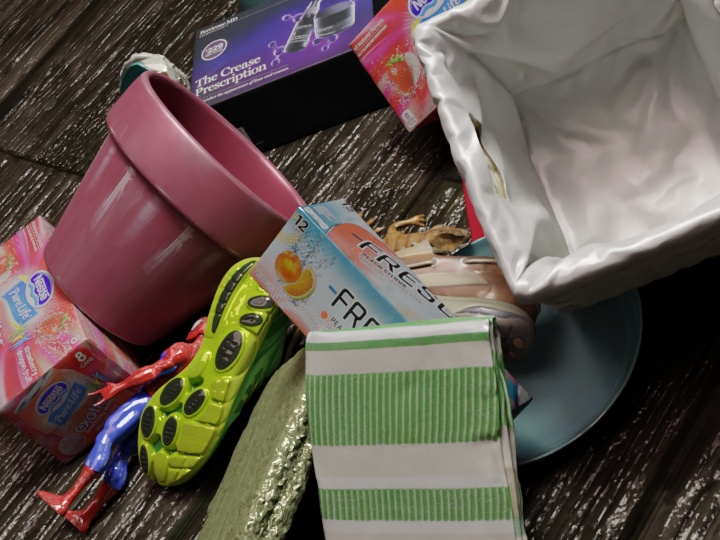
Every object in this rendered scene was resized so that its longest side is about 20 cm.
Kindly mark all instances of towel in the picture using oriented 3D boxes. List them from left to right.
[{"bbox_3d":[-0.062,0.136,0.930,0.148,0.036,0.201,-45,18,55],"label":"towel"},{"bbox_3d":[0.037,0.133,0.830,0.152,0.201,0.023,-6,6,30],"label":"towel"}]

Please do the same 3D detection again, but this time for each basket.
[{"bbox_3d":[0.171,-0.096,0.842,0.199,0.161,0.199,-24,76,15],"label":"basket"}]

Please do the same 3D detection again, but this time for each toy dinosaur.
[{"bbox_3d":[0.000,0.000,1.038,0.200,0.060,0.106,-36,12,29],"label":"toy dinosaur"}]

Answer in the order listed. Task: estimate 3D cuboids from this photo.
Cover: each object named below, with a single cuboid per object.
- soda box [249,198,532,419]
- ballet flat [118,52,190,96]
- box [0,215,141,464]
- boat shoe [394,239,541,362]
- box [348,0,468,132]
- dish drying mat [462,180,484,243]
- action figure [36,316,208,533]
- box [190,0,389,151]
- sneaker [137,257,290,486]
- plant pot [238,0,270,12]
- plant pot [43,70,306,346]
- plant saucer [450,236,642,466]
[{"bbox_3d":[0.019,0.043,0.874,0.200,0.064,0.068,47,116,14],"label":"soda box"},{"bbox_3d":[-0.196,-0.160,1.238,0.071,0.200,0.072,6,64,-13],"label":"ballet flat"},{"bbox_3d":[-0.272,0.057,1.133,0.102,0.095,0.200,-37,42,3],"label":"box"},{"bbox_3d":[0.043,0.018,0.949,0.199,0.076,0.072,8,59,26],"label":"boat shoe"},{"bbox_3d":[0.096,-0.220,1.083,0.095,0.100,0.200,-28,-9,-48],"label":"box"},{"bbox_3d":[0.125,-0.041,1.043,0.077,0.018,0.201,-22,44,17],"label":"dish drying mat"},{"bbox_3d":[-0.183,0.117,1.050,0.052,0.065,0.200,29,71,37],"label":"action figure"},{"bbox_3d":[-0.064,-0.207,1.271,0.199,0.079,0.142,-19,41,16],"label":"box"},{"bbox_3d":[-0.105,0.088,1.027,0.074,0.084,0.200,31,89,30],"label":"sneaker"},{"bbox_3d":[-0.060,-0.356,1.363,0.199,0.135,0.201,-17,45,17],"label":"plant pot"},{"bbox_3d":[-0.169,-0.041,1.109,0.179,0.200,0.200,-45,41,9],"label":"plant pot"},{"bbox_3d":[0.113,0.057,0.938,0.199,0.027,0.201,-17,51,23],"label":"plant saucer"}]
